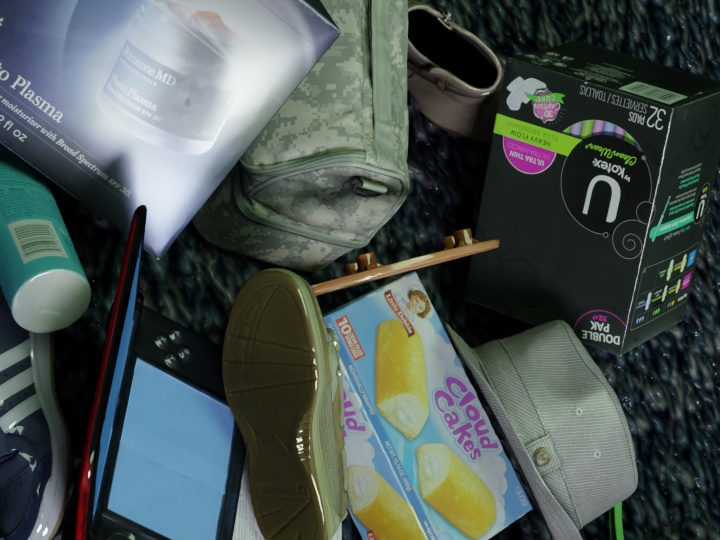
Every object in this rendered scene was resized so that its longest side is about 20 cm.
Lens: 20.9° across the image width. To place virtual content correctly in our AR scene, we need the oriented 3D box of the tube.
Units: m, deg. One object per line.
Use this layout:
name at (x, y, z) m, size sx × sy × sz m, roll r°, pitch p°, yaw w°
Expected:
tube at (-0.225, -0.044, 1.264) m, size 0.077 × 0.050 × 0.201 m, roll 21°, pitch 28°, yaw -39°

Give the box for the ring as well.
ring at (0.000, 0.000, 1.373) m, size 0.200 × 0.200 × 0.019 m, roll -13°, pitch 88°, yaw -43°

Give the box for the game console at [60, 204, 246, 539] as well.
game console at (-0.117, 0.094, 1.229) m, size 0.172 × 0.118 × 0.201 m, roll 30°, pitch 49°, yaw -29°

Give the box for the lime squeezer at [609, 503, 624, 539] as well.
lime squeezer at (0.180, 0.241, 1.533) m, size 0.200 × 0.038 × 0.071 m, roll -39°, pitch 98°, yaw -43°

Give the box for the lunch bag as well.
lunch bag at (-0.032, -0.122, 1.425) m, size 0.139 × 0.167 × 0.202 m, roll 18°, pitch 59°, yaw -34°

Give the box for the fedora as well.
fedora at (0.147, 0.109, 1.468) m, size 0.201 × 0.090 × 0.177 m, roll 64°, pitch 1°, yaw 6°

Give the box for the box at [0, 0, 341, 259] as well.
box at (-0.154, -0.154, 1.291) m, size 0.200 × 0.199 × 0.123 m, roll 36°, pitch 8°, yaw -20°

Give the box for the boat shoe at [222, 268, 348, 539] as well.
boat shoe at (-0.042, 0.089, 1.301) m, size 0.063 × 0.073 × 0.202 m, roll -38°, pitch 124°, yaw -57°

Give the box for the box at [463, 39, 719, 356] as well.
box at (0.185, -0.059, 1.525) m, size 0.124 × 0.148 × 0.202 m, roll -22°, pitch 126°, yaw -54°

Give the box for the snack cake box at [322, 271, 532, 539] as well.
snack cake box at (0.031, 0.116, 1.441) m, size 0.115 × 0.067 × 0.201 m, roll -26°, pitch 89°, yaw -43°

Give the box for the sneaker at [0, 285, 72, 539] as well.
sneaker at (-0.244, 0.076, 1.217) m, size 0.108 × 0.070 × 0.201 m, roll 16°, pitch 54°, yaw -41°

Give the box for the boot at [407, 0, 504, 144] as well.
boot at (0.082, -0.153, 1.549) m, size 0.199 × 0.146 × 0.071 m, roll 28°, pitch 88°, yaw -16°

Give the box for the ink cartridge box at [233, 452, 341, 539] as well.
ink cartridge box at (-0.098, 0.163, 1.326) m, size 0.199 × 0.042 × 0.120 m, roll 22°, pitch 56°, yaw -36°
